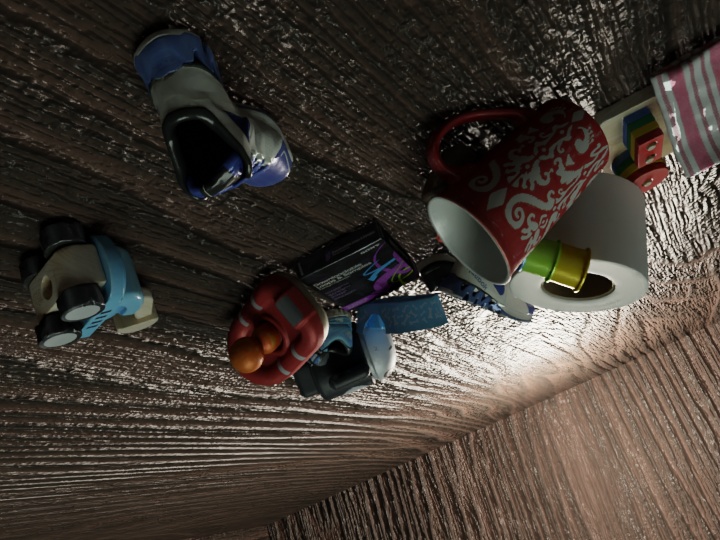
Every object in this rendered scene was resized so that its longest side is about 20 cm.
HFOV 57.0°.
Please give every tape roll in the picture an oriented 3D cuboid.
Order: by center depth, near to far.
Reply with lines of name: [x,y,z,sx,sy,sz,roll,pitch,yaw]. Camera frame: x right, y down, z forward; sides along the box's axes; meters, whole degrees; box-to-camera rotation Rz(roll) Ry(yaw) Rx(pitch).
tape roll: [0.326,-0.038,0.999,0.198,0.142,0.203,7,158,3]

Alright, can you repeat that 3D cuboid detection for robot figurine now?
robot figurine: [-0.029,0.171,1.253,0.196,0.152,0.126,-20,143,2]

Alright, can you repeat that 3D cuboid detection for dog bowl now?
dog bowl: [0.064,0.072,1.127,0.109,0.051,0.199,-10,-179,-30]

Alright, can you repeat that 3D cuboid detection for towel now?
towel: [0.472,-0.223,0.815,0.197,0.148,0.030,-28,-161,14]

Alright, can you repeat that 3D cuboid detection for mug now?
mug: [0.185,-0.115,0.784,0.200,0.133,0.179,-42,126,-13]

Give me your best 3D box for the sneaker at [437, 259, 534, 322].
sneaker: [0.226,0.010,1.103,0.197,0.117,0.080,20,-178,-33]

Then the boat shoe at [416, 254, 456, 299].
boat shoe: [0.181,0.014,1.168,0.198,0.063,0.075,7,143,-46]

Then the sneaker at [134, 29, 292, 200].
sneaker: [-0.127,-0.107,0.601,0.079,0.117,0.199,-21,155,12]

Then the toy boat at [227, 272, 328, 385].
toy boat: [-0.145,0.106,0.992,0.130,0.131,0.200,-37,173,-45]

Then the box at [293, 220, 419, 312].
box: [0.000,0.000,1.036,0.141,0.037,0.200,-26,154,13]

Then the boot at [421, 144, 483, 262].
boot: [0.139,-0.087,0.927,0.198,0.065,0.187,3,135,-46]

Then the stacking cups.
stacking cups: [0.197,-0.028,0.872,0.196,0.062,0.061,17,156,8]

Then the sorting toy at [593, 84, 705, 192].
sorting toy: [0.441,-0.191,0.936,0.197,0.071,0.199,-26,155,12]

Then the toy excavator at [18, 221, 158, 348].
toy excavator: [-0.306,0.031,0.811,0.194,0.101,0.198,-37,160,35]

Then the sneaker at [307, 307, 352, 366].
sneaker: [-0.093,0.118,1.140,0.196,0.092,0.079,-2,151,-30]
